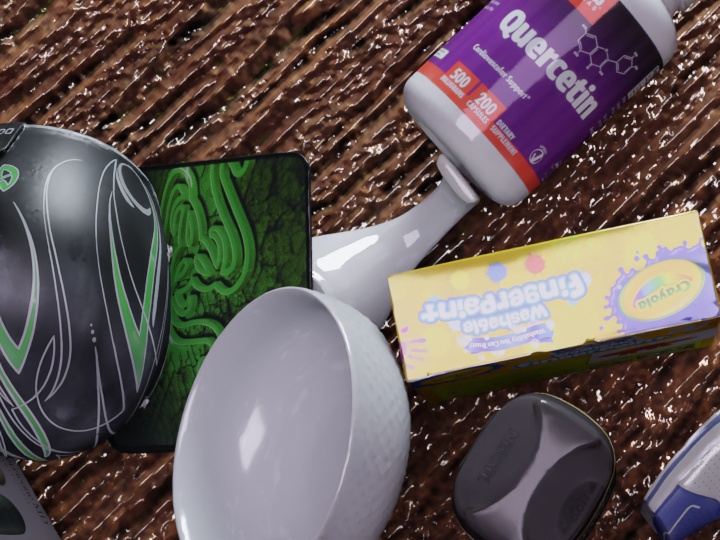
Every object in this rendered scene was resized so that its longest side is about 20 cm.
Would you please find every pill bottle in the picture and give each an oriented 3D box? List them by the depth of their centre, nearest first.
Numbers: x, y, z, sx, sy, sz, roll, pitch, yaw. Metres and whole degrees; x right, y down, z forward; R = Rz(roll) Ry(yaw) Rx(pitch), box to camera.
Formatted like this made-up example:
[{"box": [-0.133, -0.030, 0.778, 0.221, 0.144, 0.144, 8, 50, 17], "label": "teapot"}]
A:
[{"box": [0.132, -0.146, 1.590, 0.200, 0.112, 0.112, -44, 80, -1], "label": "pill bottle"}]

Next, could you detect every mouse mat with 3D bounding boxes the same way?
[{"box": [-0.104, 0.023, 1.625, 0.160, 0.008, 0.201, -5, 81, 24], "label": "mouse mat"}]

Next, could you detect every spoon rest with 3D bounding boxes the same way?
[{"box": [0.000, 0.000, 1.621, 0.200, 0.061, 0.099, -38, 78, 14], "label": "spoon rest"}]

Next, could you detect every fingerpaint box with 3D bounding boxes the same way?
[{"box": [0.127, 0.025, 1.540, 0.199, 0.167, 0.074, -12, 81, 6], "label": "fingerpaint box"}]

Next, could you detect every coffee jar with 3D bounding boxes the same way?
[{"box": [0.112, 0.136, 1.508, 0.085, 0.200, 0.104, 32, 87, 10], "label": "coffee jar"}]

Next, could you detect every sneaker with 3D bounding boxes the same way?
[{"box": [0.285, 0.124, 1.551, 0.199, 0.081, 0.115, -42, 78, -2], "label": "sneaker"}]

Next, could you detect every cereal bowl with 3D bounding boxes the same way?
[{"box": [-0.033, 0.116, 1.514, 0.083, 0.200, 0.201, 19, 83, -34], "label": "cereal bowl"}]

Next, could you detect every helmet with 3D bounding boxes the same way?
[{"box": [-0.216, 0.023, 1.565, 0.199, 0.200, 0.191, 1, 59, 7], "label": "helmet"}]

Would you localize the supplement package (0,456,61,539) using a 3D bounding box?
[{"box": [-0.296, 0.205, 1.526, 0.151, 0.200, 0.152, -37, 71, 12], "label": "supplement package"}]

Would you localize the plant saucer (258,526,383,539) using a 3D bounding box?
[{"box": [-0.043, 0.258, 1.557, 0.200, 0.032, 0.201, -6, 79, 30], "label": "plant saucer"}]
